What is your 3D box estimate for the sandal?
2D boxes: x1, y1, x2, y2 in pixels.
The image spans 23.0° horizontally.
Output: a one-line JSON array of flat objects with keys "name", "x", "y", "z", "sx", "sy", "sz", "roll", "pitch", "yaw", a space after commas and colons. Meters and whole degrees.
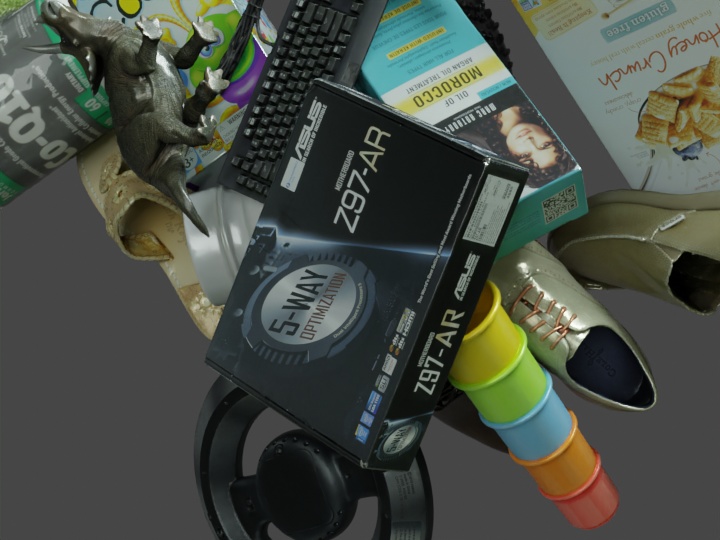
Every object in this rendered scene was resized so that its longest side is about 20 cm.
[{"name": "sandal", "x": -0.148, "y": -0.036, "z": 1.295, "sx": 0.078, "sy": 0.070, "sz": 0.212, "roll": -40, "pitch": 73, "yaw": 7}]

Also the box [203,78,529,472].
[{"name": "box", "x": 0.000, "y": 0.000, "z": 1.089, "sx": 0.160, "sy": 0.043, "sz": 0.200, "roll": 30, "pitch": 102, "yaw": 41}]

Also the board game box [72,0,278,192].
[{"name": "board game box", "x": -0.119, "y": -0.161, "z": 1.288, "sx": 0.103, "sy": 0.105, "sz": 0.200, "roll": -35, "pitch": 73, "yaw": 10}]

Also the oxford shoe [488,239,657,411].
[{"name": "oxford shoe", "x": 0.120, "y": 0.024, "z": 1.157, "sx": 0.200, "sy": 0.074, "sz": 0.071, "roll": 34, "pitch": 91, "yaw": -17}]

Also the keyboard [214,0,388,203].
[{"name": "keyboard", "x": -0.049, "y": -0.147, "z": 1.180, "sx": 0.127, "sy": 0.021, "sz": 0.200, "roll": 25, "pitch": 93, "yaw": 39}]

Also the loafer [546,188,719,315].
[{"name": "loafer", "x": 0.203, "y": -0.010, "z": 1.153, "sx": 0.200, "sy": 0.076, "sz": 0.068, "roll": -9, "pitch": 52, "yaw": 43}]

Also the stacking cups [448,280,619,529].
[{"name": "stacking cups", "x": 0.106, "y": 0.093, "z": 1.150, "sx": 0.060, "sy": 0.200, "sz": 0.061, "roll": -22, "pitch": 36, "yaw": 17}]

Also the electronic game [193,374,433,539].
[{"name": "electronic game", "x": -0.036, "y": 0.148, "z": 1.216, "sx": 0.200, "sy": 0.042, "sz": 0.200, "roll": 10, "pitch": 107, "yaw": 34}]

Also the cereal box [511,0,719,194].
[{"name": "cereal box", "x": 0.208, "y": -0.131, "z": 1.143, "sx": 0.144, "sy": 0.040, "sz": 0.200, "roll": -23, "pitch": 112, "yaw": 36}]

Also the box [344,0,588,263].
[{"name": "box", "x": 0.061, "y": -0.100, "z": 1.144, "sx": 0.082, "sy": 0.049, "sz": 0.200, "roll": -28, "pitch": 55, "yaw": -6}]

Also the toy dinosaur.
[{"name": "toy dinosaur", "x": -0.139, "y": -0.110, "z": 1.201, "sx": 0.102, "sy": 0.077, "sz": 0.200, "roll": -34, "pitch": 83, "yaw": 45}]

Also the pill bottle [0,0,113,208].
[{"name": "pill bottle", "x": -0.268, "y": -0.115, "z": 1.320, "sx": 0.200, "sy": 0.113, "sz": 0.113, "roll": -34, "pitch": 74, "yaw": 10}]

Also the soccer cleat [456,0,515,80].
[{"name": "soccer cleat", "x": 0.038, "y": -0.192, "z": 1.273, "sx": 0.073, "sy": 0.068, "sz": 0.200, "roll": -40, "pitch": 72, "yaw": 25}]

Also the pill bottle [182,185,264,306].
[{"name": "pill bottle", "x": -0.016, "y": -0.040, "z": 1.225, "sx": 0.200, "sy": 0.111, "sz": 0.112, "roll": -14, "pitch": 78, "yaw": 7}]

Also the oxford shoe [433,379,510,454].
[{"name": "oxford shoe", "x": 0.050, "y": 0.071, "z": 1.178, "sx": 0.200, "sy": 0.084, "sz": 0.073, "roll": 37, "pitch": 114, "yaw": -20}]
